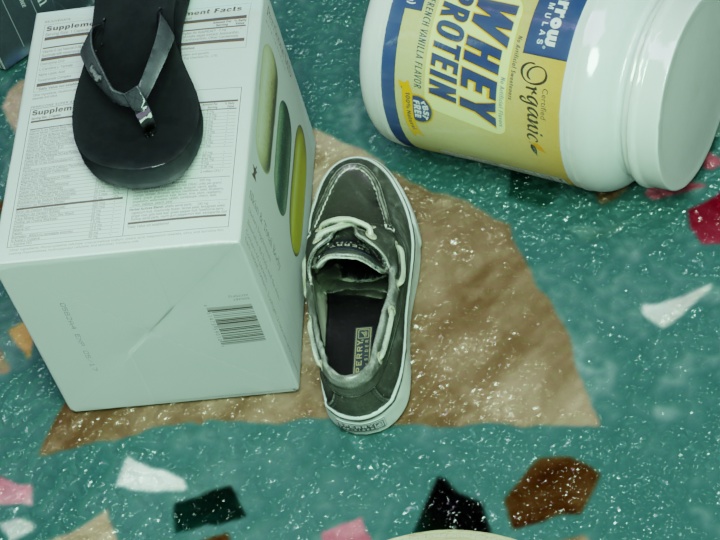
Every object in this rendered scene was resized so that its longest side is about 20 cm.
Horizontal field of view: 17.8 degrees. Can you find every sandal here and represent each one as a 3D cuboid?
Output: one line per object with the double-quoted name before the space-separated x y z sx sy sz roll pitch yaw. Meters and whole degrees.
"sandal" -0.135 -0.128 1.351 0.076 0.043 0.201 -11 50 6

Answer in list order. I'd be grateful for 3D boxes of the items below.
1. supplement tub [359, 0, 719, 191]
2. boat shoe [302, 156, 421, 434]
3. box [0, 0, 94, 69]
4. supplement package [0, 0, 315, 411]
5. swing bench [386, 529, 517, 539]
"supplement tub" 0.115 -0.130 1.415 0.199 0.145 0.145 15 58 25
"boat shoe" 0.000 0.000 1.398 0.070 0.064 0.201 -10 51 8
"box" -0.218 -0.267 1.613 0.200 0.149 0.107 -37 53 -13
"supplement package" -0.119 -0.044 1.408 0.150 0.152 0.201 -6 52 11
"swing bench" 0.027 0.248 1.111 0.129 0.199 0.200 19 59 27
